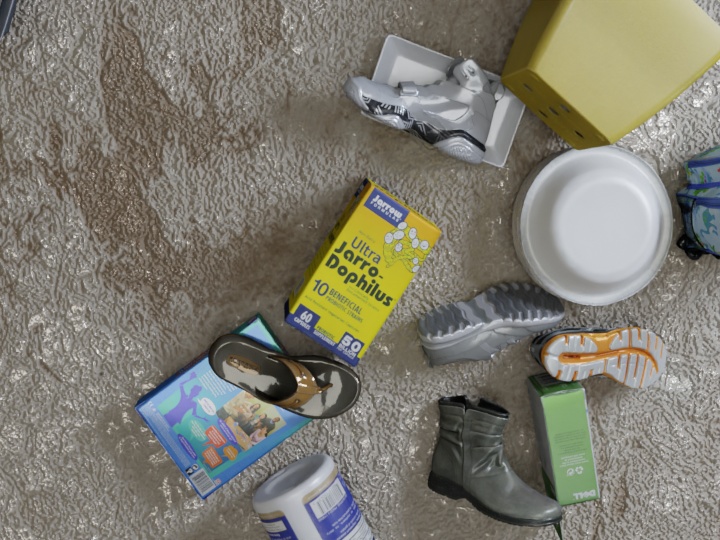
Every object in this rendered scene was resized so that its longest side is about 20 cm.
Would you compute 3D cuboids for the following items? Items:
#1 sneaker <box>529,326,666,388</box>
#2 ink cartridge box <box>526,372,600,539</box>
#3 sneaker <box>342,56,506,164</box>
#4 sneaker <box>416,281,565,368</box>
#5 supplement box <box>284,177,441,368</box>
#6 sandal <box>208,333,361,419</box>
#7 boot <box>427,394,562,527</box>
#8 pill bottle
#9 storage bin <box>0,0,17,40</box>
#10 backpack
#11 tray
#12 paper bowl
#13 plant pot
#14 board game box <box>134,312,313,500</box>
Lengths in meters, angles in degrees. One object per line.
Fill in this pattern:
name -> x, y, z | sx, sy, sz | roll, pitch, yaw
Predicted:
sneaker -> 0.310, 0.105, 1.644 | 0.197, 0.077, 0.080 | 7, 95, -23
ink cartridge box -> 0.267, 0.241, 1.645 | 0.058, 0.104, 0.203 | -10, 99, -1
sneaker -> 0.082, -0.219, 1.555 | 0.198, 0.075, 0.116 | 24, 96, -12
sneaker -> 0.168, 0.074, 1.642 | 0.197, 0.075, 0.083 | -11, 134, -7
supplement box -> 0.000, 0.000, 1.587 | 0.108, 0.110, 0.202 | 32, 95, -8
sandal -> -0.096, 0.134, 1.586 | 0.197, 0.055, 0.083 | 23, 95, -8
boot -> 0.173, 0.240, 1.616 | 0.198, 0.067, 0.133 | 16, 104, 33
pill bottle -> -0.045, 0.352, 1.635 | 0.118, 0.120, 0.202 | -27, 100, 1
storage bin -> -0.455, -0.367, 1.488 | 0.143, 0.134, 0.203 | 17, 97, -6
backpack -> 0.491, -0.091, 1.558 | 0.180, 0.200, 0.149 | -16, 100, 0
tray -> 0.107, -0.215, 1.604 | 0.197, 0.022, 0.109 | 20, 98, -7
paper bowl -> 0.295, -0.057, 1.592 | 0.197, 0.104, 0.204 | 0, 93, -4
plant pot -> 0.282, -0.256, 1.504 | 0.199, 0.200, 0.177 | 40, 85, -9
board game box -> -0.167, 0.175, 1.637 | 0.199, 0.045, 0.153 | -35, 99, 2
